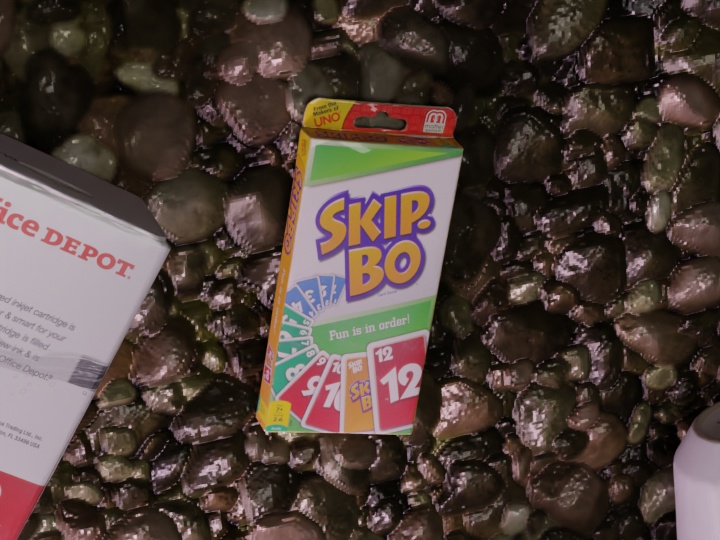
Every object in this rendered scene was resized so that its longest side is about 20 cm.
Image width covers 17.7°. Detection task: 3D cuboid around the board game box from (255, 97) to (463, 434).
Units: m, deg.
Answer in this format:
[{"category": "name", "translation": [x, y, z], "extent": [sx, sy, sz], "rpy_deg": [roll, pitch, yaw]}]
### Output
[{"category": "board game box", "translation": [0.000, 0.000, 1.353], "extent": [0.095, 0.030, 0.202], "rpy_deg": [2, 108, -20]}]

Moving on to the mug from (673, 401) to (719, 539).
[{"category": "mug", "translation": [0.266, 0.154, 1.461], "extent": [0.148, 0.187, 0.154], "rpy_deg": [-8, 108, 21]}]

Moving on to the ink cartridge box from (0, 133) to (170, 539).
[{"category": "ink cartridge box", "translation": [-0.214, 0.030, 1.260], "extent": [0.143, 0.084, 0.201], "rpy_deg": [25, 103, -24]}]
